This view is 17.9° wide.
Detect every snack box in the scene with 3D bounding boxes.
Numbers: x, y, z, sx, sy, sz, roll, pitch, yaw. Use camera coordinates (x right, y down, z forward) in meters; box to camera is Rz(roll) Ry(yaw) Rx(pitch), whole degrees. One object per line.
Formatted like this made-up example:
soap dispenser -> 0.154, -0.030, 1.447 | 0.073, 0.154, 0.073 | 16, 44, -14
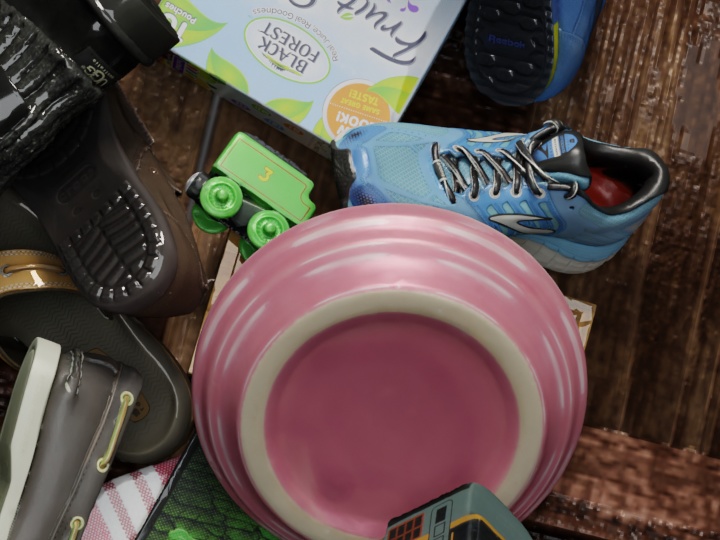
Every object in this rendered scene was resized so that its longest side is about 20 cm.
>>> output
snack box -> -0.008, -0.172, 1.231 | 0.142, 0.053, 0.200 | 30, 82, -2

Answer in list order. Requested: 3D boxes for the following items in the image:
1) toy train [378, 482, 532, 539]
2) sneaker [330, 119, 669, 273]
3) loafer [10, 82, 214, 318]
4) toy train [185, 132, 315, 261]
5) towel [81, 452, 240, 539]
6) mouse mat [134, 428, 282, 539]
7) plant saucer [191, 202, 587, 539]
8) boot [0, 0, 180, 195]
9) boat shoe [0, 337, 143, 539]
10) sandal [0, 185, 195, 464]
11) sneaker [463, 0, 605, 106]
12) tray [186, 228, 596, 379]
toy train -> 0.004, 0.183, 1.103 | 0.200, 0.114, 0.085 | -31, 117, 28
sneaker -> 0.074, -0.053, 1.173 | 0.200, 0.090, 0.079 | 2, 65, -34
loafer -> -0.135, -0.044, 1.175 | 0.073, 0.071, 0.200 | -34, 53, 12
toy train -> 0.000, 0.000, 1.186 | 0.200, 0.042, 0.056 | 35, 70, -2
towel -> -0.146, 0.193, 1.190 | 0.200, 0.030, 0.147 | -21, 87, -11
mouse mat -> -0.026, 0.177, 1.194 | 0.200, 0.008, 0.161 | 31, 76, -12
plant saucer -> 0.015, 0.067, 1.138 | 0.200, 0.051, 0.201 | -1, 114, -1
boot -> -0.197, -0.128, 1.164 | 0.158, 0.079, 0.211 | -40, 45, 6
boat shoe -> -0.161, 0.138, 1.138 | 0.060, 0.072, 0.202 | 15, 92, -14
sandal -> -0.169, 0.025, 1.178 | 0.082, 0.055, 0.200 | -42, 89, 17
sneaker -> 0.104, -0.186, 1.201 | 0.066, 0.078, 0.201 | 22, 119, 24
tray -> 0.016, 0.038, 1.220 | 0.200, 0.037, 0.099 | 17, 82, -5
